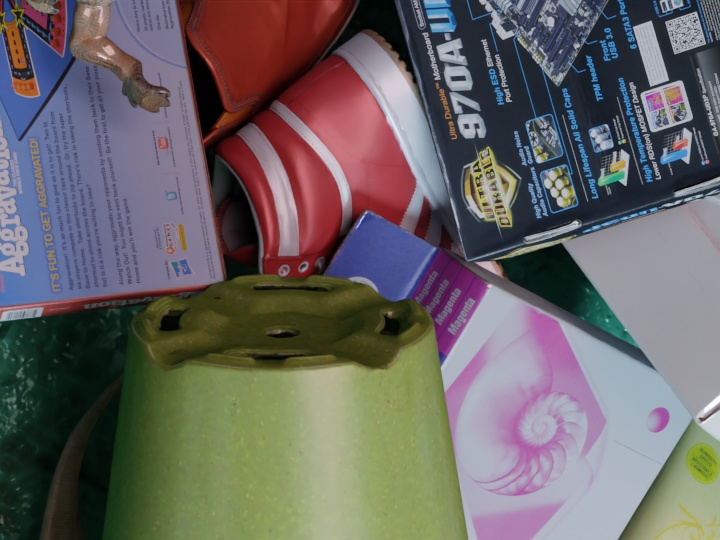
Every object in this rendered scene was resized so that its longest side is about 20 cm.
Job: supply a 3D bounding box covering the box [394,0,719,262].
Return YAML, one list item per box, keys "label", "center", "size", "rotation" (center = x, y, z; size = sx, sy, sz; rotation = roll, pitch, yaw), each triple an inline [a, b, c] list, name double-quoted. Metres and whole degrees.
- label: "box"
  center: [0.097, -0.120, 1.255]
  size: [0.046, 0.158, 0.201]
  rotation: [-6, 79, -67]

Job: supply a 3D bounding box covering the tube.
- label: "tube"
  center: [0.145, 0.149, 1.421]
  size: [0.200, 0.052, 0.058]
  rotation: [-52, 155, -24]

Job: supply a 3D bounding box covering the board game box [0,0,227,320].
- label: "board game box"
  center: [-0.123, -0.080, 1.216]
  size: [0.103, 0.019, 0.201]
  rotation: [-5, 72, -16]

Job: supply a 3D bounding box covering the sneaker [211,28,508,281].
- label: "sneaker"
  center: [0.000, 0.000, 1.317]
  size: [0.112, 0.071, 0.200]
  rotation: [-34, 118, -14]

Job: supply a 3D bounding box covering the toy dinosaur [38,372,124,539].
- label: "toy dinosaur"
  center: [-0.134, 0.136, 1.258]
  size: [0.106, 0.060, 0.201]
  rotation: [-18, 111, -45]

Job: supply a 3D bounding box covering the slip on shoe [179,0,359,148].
- label: "slip on shoe"
  center: [-0.069, -0.090, 1.278]
  size: [0.200, 0.061, 0.074]
  rotation: [-38, 108, -25]

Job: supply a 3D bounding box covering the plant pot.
- label: "plant pot"
  center: [-0.030, 0.108, 1.163]
  size: [0.199, 0.200, 0.191]
  rotation: [-10, 110, -30]

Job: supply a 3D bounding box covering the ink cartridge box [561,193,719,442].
- label: "ink cartridge box"
  center: [0.188, 0.026, 1.338]
  size: [0.083, 0.147, 0.200]
  rotation: [-42, 144, 10]

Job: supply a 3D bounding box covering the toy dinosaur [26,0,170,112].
- label: "toy dinosaur"
  center: [-0.136, -0.146, 1.187]
  size: [0.199, 0.086, 0.136]
  rotation: [2, 58, 6]

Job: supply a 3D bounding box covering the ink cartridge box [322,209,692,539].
- label: "ink cartridge box"
  center: [0.033, 0.098, 1.312]
  size: [0.200, 0.043, 0.197]
  rotation: [26, 99, -34]
